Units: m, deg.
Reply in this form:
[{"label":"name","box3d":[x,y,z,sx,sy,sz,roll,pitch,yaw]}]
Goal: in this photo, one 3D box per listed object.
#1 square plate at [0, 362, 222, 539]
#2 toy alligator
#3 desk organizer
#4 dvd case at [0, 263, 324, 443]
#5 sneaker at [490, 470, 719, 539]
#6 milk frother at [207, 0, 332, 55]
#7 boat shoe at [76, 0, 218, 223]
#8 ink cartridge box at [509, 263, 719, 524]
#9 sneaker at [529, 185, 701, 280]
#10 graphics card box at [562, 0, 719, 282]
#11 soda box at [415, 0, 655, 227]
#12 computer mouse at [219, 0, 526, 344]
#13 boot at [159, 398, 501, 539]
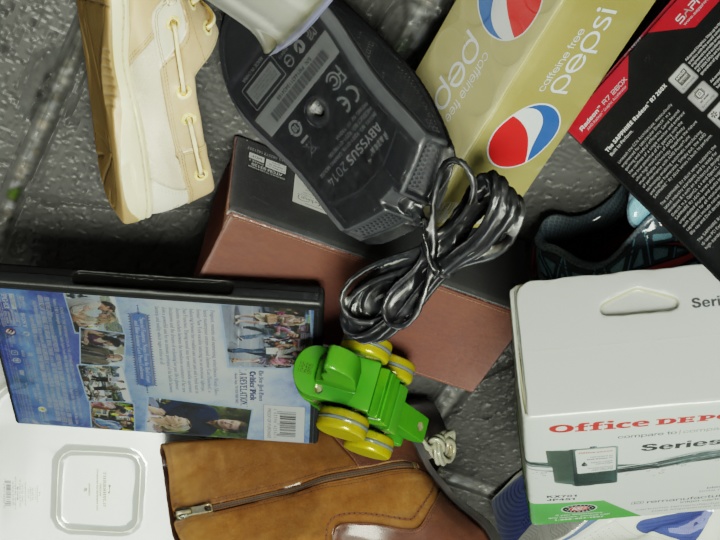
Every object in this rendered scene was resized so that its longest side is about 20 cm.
[{"label":"square plate","box3d":[-0.176,0.147,0.890,0.196,0.028,0.202,3,99,-5]},{"label":"toy alligator","box3d":[0.004,0.082,0.802,0.054,0.060,0.200,9,162,26]},{"label":"desk organizer","box3d":[0.000,0.000,0.807,0.199,0.072,0.077,19,129,-17]},{"label":"dvd case","box3d":[-0.122,0.054,0.806,0.198,0.018,0.143,4,138,0]},{"label":"sneaker","box3d":[0.202,0.174,0.950,0.199,0.081,0.115,-32,121,20]},{"label":"milk frother","box3d":[-0.062,-0.204,0.543,0.187,0.200,0.181,30,106,-21]},{"label":"boat shoe","box3d":[-0.111,-0.124,0.708,0.069,0.074,0.201,-12,124,-22]},{"label":"ink cartridge box","box3d":[0.166,0.080,0.790,0.145,0.084,0.200,-6,152,7]},{"label":"sneaker","box3d":[0.195,-0.026,0.787,0.199,0.080,0.096,-25,124,17]},{"label":"graphics card box","box3d":[0.216,-0.054,0.682,0.126,0.200,0.051,-49,151,15]},{"label":"soda box","box3d":[0.085,-0.116,0.705,0.064,0.068,0.201,1,135,-38]},{"label":"computer mouse","box3d":[-0.002,-0.072,0.715,0.138,0.053,0.201,-41,81,36]},{"label":"boot","box3d":[-0.015,0.176,0.843,0.199,0.189,0.069,-9,155,-25]}]
